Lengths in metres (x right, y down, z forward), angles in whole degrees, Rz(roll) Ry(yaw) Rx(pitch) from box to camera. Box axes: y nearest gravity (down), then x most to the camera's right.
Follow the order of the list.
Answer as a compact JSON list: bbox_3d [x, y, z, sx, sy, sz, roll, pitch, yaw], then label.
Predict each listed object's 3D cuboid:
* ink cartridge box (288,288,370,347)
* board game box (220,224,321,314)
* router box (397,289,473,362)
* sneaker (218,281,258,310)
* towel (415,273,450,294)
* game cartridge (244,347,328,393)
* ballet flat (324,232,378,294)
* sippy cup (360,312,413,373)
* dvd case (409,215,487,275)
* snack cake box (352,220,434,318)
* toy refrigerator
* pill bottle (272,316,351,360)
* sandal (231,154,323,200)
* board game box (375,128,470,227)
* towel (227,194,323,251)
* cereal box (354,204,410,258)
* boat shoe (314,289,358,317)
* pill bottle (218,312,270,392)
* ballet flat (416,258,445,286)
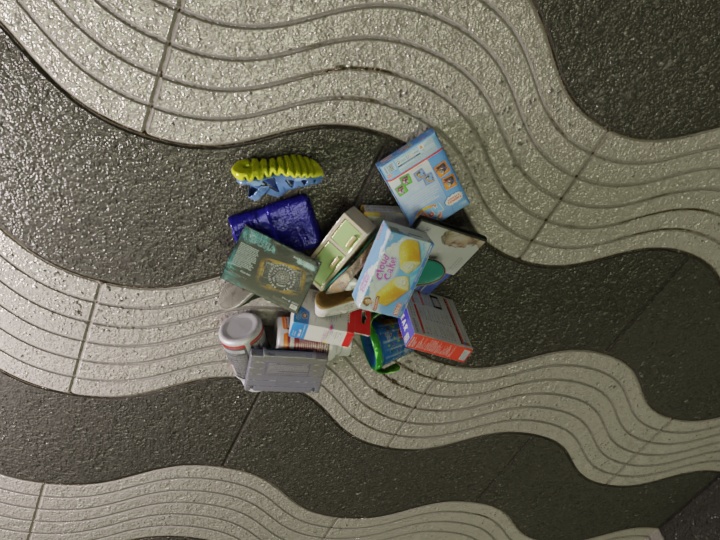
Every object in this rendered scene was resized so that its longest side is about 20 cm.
[{"bbox_3d":[-0.076,0.122,1.594,0.197,0.117,0.068,12,137,-11],"label":"ink cartridge box"},{"bbox_3d":[-0.205,-0.002,1.445,0.198,0.028,0.136,27,92,-14],"label":"board game box"},{"bbox_3d":[0.182,0.132,1.627,0.178,0.201,0.049,18,122,-22],"label":"router box"},{"bbox_3d":[-0.256,0.049,1.550,0.199,0.076,0.106,-28,157,29],"label":"sneaker"},{"bbox_3d":[0.142,-0.004,1.587,0.198,0.024,0.145,19,135,-33],"label":"towel"},{"bbox_3d":[-0.190,0.256,1.601,0.197,0.039,0.131,6,121,-17],"label":"game cartridge"},{"bbox_3d":[0.000,0.000,1.488,0.067,0.068,0.200,44,98,6],"label":"ballet flat"},{"bbox_3d":[0.078,0.188,1.698,0.129,0.141,0.178,-14,153,-14],"label":"sippy cup"},{"bbox_3d":[0.187,-0.057,1.505,0.198,0.018,0.143,15,136,-26],"label":"dvd case"},{"bbox_3d":[0.072,-0.001,1.431,0.114,0.067,0.202,13,114,-22],"label":"snack cake box"},{"bbox_3d":[-0.056,-0.049,1.485,0.076,0.070,0.200,42,120,3],"label":"toy refrigerator"},{"bbox_3d":[-0.127,0.181,1.650,0.197,0.114,0.114,3,126,-14],"label":"pill bottle"},{"bbox_3d":[-0.179,-0.201,1.379,0.197,0.080,0.088,-2,131,0],"label":"sandal"},{"bbox_3d":[0.146,-0.200,1.443,0.150,0.037,0.201,-31,117,3],"label":"board game box"},{"bbox_3d":[-0.196,-0.088,1.472,0.197,0.050,0.149,-18,129,2],"label":"towel"},{"bbox_3d":[0.090,-0.090,1.539,0.197,0.040,0.145,1,127,-14],"label":"cereal box"},{"bbox_3d":[-0.025,0.069,1.564,0.198,0.071,0.070,-12,147,-22],"label":"boat shoe"},{"bbox_3d":[-0.290,0.218,1.641,0.114,0.116,0.202,-13,128,-2],"label":"pill bottle"},{"bbox_3d":[0.109,0.011,1.525,0.197,0.064,0.068,-10,84,8],"label":"ballet flat"}]
